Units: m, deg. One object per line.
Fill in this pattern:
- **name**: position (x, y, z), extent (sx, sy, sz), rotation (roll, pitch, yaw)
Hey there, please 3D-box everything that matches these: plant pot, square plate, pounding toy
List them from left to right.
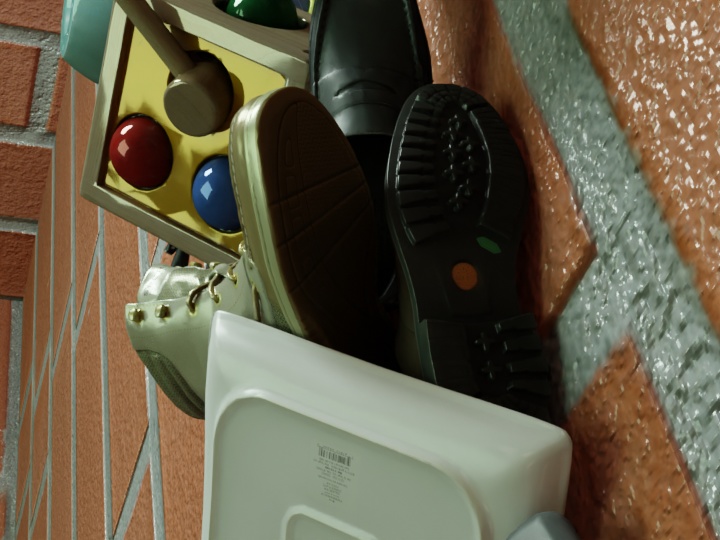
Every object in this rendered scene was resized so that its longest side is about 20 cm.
- **plant pot**: position (-0.235, -0.277, 1.377), extent (0.201, 0.161, 0.201), rotation (-174, 90, -71)
- **pounding toy**: position (-0.104, -0.119, 0.841), extent (0.184, 0.142, 0.200), rotation (26, 117, 22)
- **square plate**: position (-0.007, 0.137, 0.585), extent (0.200, 0.028, 0.199), rotation (16, 111, 34)

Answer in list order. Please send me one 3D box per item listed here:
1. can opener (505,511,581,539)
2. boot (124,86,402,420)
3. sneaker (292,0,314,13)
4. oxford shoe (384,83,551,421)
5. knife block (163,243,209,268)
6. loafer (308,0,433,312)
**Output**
- **can opener**: position (0.108, 0.151, 0.431), extent (0.066, 0.053, 0.200), rotation (-44, 29, 6)
- **boot**: position (-0.062, 0.003, 0.658), extent (0.154, 0.072, 0.200), rotation (7, 123, 41)
- **sneaker**: position (-0.074, -0.136, 0.948), extent (0.076, 0.105, 0.201), rotation (140, 133, -64)
- **oxford shoe**: position (0.041, 0.000, 0.628), extent (0.084, 0.072, 0.200), rotation (116, 156, -61)
- **knife block**: position (-0.126, -0.062, 1.138), extent (0.200, 0.064, 0.176), rotation (162, 113, -69)
- **loafer**: position (0.008, -0.078, 0.680), extent (0.070, 0.068, 0.201), rotation (-108, 15, -88)
